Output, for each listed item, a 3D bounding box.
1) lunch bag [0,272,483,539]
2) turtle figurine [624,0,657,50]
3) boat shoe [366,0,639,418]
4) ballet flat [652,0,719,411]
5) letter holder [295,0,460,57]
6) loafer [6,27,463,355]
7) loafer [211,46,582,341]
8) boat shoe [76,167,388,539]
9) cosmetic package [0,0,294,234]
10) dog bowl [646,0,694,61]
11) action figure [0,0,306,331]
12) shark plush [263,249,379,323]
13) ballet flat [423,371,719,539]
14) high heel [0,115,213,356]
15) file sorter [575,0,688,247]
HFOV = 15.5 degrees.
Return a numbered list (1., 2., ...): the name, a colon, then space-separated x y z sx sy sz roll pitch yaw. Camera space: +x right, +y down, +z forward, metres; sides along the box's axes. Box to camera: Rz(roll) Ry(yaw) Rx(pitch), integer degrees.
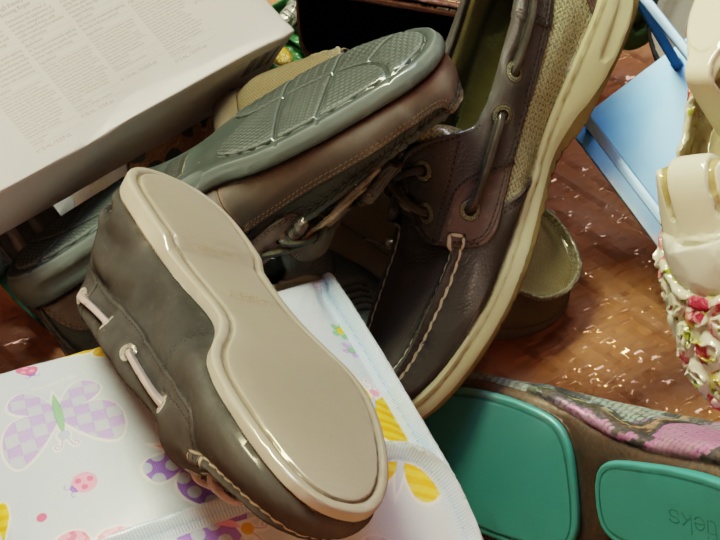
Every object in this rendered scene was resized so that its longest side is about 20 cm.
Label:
1. lunch bag: -0.047 0.112 0.927 0.169 0.127 0.200 -15 45 -13
2. turtle figurine: 0.054 -0.185 1.286 0.143 0.201 0.194 1 33 -39
3. boat shoe: 0.037 -0.043 1.011 0.066 0.201 0.072 25 0 -27
4. ballet flat: 0.137 -0.049 0.976 0.075 0.064 0.201 -5 70 39
5. letter holder: 0.016 -0.164 1.161 0.141 0.101 0.201 10 55 -5
6. loafer: -0.040 -0.024 0.998 0.199 0.063 0.072 -27 20 23
7. loafer: 0.029 -0.030 1.093 0.067 0.200 0.076 -35 49 32
8. boat shoe: -0.047 0.039 0.889 0.067 0.057 0.200 18 24 -33
9. cosmetic package: -0.125 -0.073 1.027 0.200 0.051 0.083 -32 79 -40
10. dog bowl: 0.234 -0.085 1.225 0.199 0.074 0.200 -5 34 3
11. action figure: -0.087 -0.060 1.194 0.118 0.055 0.200 39 73 25
12. shark plush: 0.000 0.000 1.148 0.083 0.091 0.200 17 32 0
13. ballet flat: 0.100 0.076 1.000 0.071 0.069 0.200 -17 18 -42
14. high heel: -0.070 -0.017 1.126 0.071 0.143 0.200 -20 19 43
15. file sorter: 0.191 -0.083 1.072 0.200 0.123 0.139 -37 66 5
